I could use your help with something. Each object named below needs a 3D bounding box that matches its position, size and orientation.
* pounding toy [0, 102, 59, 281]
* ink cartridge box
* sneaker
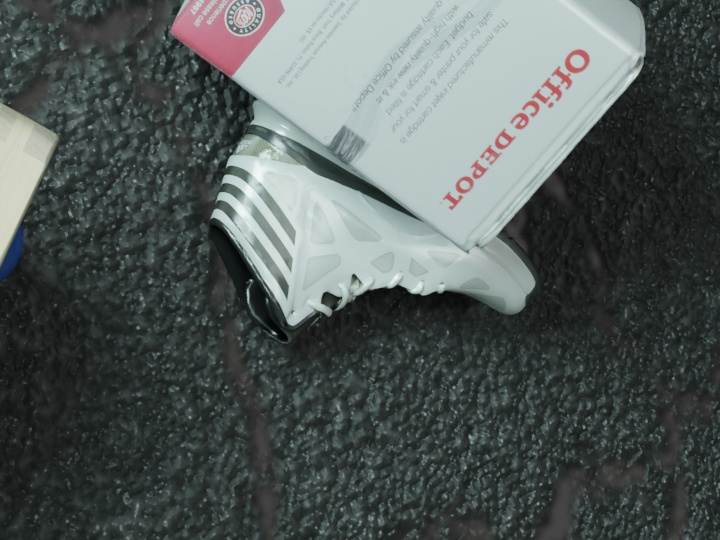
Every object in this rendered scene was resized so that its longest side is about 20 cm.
[{"bbox_3d":[-0.226,0.027,1.007,0.142,0.184,0.201,28,73,-19],"label":"pounding toy"},{"bbox_3d":[0.027,-0.128,1.147,0.200,0.146,0.085,37,24,-11],"label":"ink cartridge box"},{"bbox_3d":[0.000,0.000,1.231,0.200,0.076,0.116,31,81,-23],"label":"sneaker"}]
